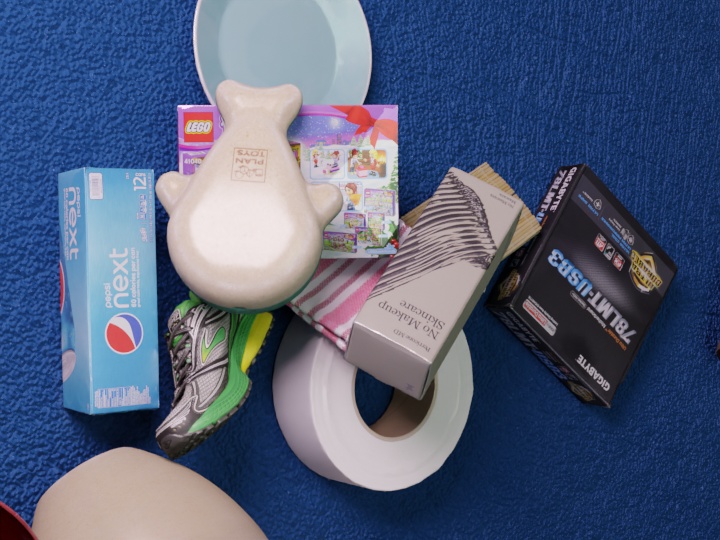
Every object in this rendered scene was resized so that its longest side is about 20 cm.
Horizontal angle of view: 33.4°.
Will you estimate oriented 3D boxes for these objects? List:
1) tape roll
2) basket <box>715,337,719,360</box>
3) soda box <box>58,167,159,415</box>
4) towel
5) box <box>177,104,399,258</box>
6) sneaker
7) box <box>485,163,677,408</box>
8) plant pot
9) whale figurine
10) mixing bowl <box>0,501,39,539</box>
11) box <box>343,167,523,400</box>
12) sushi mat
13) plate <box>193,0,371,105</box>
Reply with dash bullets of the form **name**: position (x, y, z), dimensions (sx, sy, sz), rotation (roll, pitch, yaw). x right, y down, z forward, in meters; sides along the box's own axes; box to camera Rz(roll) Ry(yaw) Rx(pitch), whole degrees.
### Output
- **tape roll**: position (0.014, 0.109, 1.173), dimensions (0.201, 0.071, 0.205), rotation (0, 91, -35)
- **basket**: position (0.540, 0.037, 1.519), dimensions (0.180, 0.135, 0.201), rotation (40, 71, -36)
- **soda box**: position (-0.213, 0.017, 1.009), dimensions (0.064, 0.068, 0.202), rotation (-1, 90, -34)
- **towel**: position (0.000, 0.000, 1.114), dimensions (0.199, 0.030, 0.146), rotation (37, 59, 16)
- **box**: position (-0.064, -0.079, 1.078), dimensions (0.198, 0.039, 0.138), rotation (-1, 94, -7)
- **sneaker**: position (-0.141, 0.081, 1.031), dimensions (0.085, 0.078, 0.201), rotation (41, 31, -18)
- **box**: position (0.256, 0.018, 1.363), dimensions (0.200, 0.049, 0.199), rotation (43, 65, -27)
- **plant pot**: position (-0.190, 0.225, 0.972), dimensions (0.199, 0.201, 0.135), rotation (-24, 68, -33)
- **whale figurine**: position (-0.093, -0.060, 1.019), dimensions (0.157, 0.104, 0.202), rotation (2, 71, -1)
- **mixing bowl**: position (-0.336, 0.227, 0.881), dimensions (0.198, 0.108, 0.202), rotation (-8, 108, -24)
- **box**: position (0.067, 0.008, 1.065), dimensions (0.082, 0.069, 0.201), rotation (26, 56, 9)
- **sushi mat**: position (0.107, -0.041, 1.229), dimensions (0.096, 0.012, 0.200), rotation (50, 46, 7)
- **plate**: position (-0.075, -0.209, 1.137), dimensions (0.199, 0.025, 0.202), rotation (0, 89, -35)
